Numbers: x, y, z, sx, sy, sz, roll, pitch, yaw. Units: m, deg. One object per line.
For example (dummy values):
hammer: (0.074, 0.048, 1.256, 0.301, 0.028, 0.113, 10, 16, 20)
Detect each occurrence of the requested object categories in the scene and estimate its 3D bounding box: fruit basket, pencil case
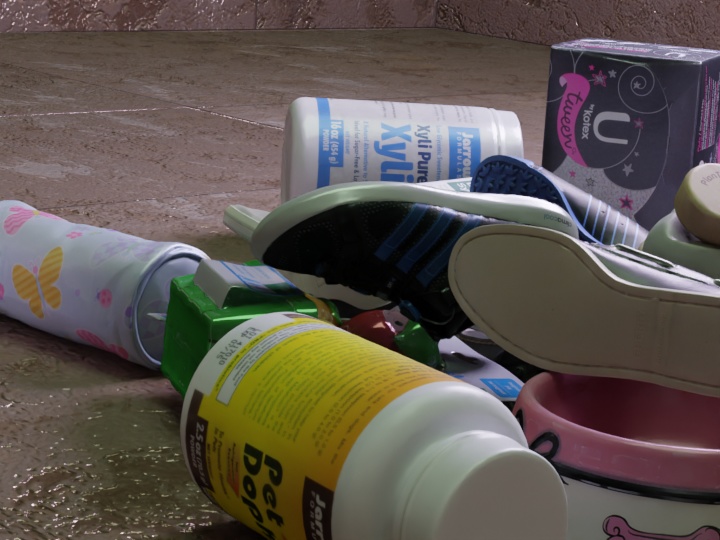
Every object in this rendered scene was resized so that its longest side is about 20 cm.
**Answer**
fruit basket: (-0.014, 0.043, 1.140, 0.198, 0.095, 0.185, -3, 14, -18)
pencil case: (-0.185, 0.007, 1.285, 0.199, 0.084, 0.090, 14, 12, 38)

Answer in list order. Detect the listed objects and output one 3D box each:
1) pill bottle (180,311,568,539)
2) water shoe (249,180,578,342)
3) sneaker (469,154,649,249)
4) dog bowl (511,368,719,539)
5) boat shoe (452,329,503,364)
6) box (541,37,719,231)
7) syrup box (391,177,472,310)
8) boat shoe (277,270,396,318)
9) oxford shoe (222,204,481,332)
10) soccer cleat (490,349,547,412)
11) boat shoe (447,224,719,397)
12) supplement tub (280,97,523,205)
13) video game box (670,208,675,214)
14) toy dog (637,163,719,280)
pill bottle: (0.005, 0.093, 0.892, 0.109, 0.110, 0.199, -4, 15, -34)
water shoe: (0.037, -0.002, 1.085, 0.198, 0.080, 0.072, 0, -27, -14)
sneaker: (0.167, -0.015, 1.366, 0.200, 0.070, 0.078, 41, 21, 26)
dog bowl: (0.161, 0.103, 0.984, 0.198, 0.074, 0.200, 4, 13, -1)
boat shoe: (0.160, 0.040, 1.253, 0.198, 0.074, 0.075, 1, 8, 5)
box: (0.220, -0.083, 1.552, 0.131, 0.202, 0.115, 8, 12, 21)
syrup box: (0.065, -0.015, 1.420, 0.199, 0.082, 0.079, -9, 47, -45)
boat shoe: (0.000, -0.003, 1.296, 0.063, 0.074, 0.201, -2, -13, -38)
oxford shoe: (0.009, -0.013, 1.185, 0.198, 0.058, 0.075, 18, 1, 16)
soccer cleat: (0.177, 0.079, 1.158, 0.198, 0.069, 0.073, 0, -17, 15)
boat shoe: (0.141, 0.023, 1.025, 0.199, 0.073, 0.063, 17, 10, 30)
supplement tub: (0.033, -0.081, 1.644, 0.198, 0.133, 0.132, 2, 12, -7)
video game box: (0.297, 0.020, 1.227, 0.200, 0.047, 0.182, 39, 26, 16)
toy dog: (0.217, 0.032, 1.064, 0.096, 0.133, 0.199, -27, 43, -32)
